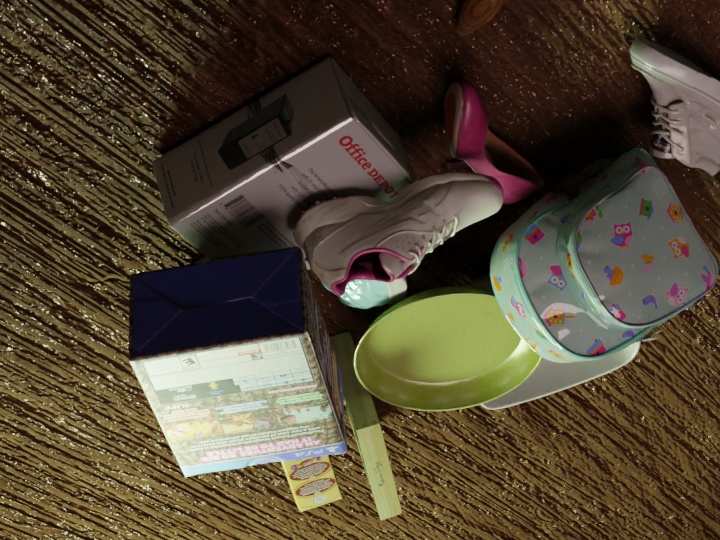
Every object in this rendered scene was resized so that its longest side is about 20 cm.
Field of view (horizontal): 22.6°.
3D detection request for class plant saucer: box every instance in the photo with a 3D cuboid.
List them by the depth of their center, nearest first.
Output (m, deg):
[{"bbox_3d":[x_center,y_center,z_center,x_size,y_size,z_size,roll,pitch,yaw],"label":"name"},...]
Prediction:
[{"bbox_3d":[0.091,0.076,1.867,0.200,0.031,0.200,-4,141,-3],"label":"plant saucer"}]

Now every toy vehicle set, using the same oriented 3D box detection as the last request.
[{"bbox_3d":[0.006,0.174,1.990,0.026,0.124,0.200,-17,143,-3],"label":"toy vehicle set"}]

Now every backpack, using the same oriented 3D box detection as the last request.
[{"bbox_3d":[0.235,-0.005,1.764,0.200,0.153,0.176,-33,99,-9],"label":"backpack"}]

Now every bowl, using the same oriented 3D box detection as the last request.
[{"bbox_3d":[0.199,0.054,1.964,0.200,0.075,0.200,-19,142,1],"label":"bowl"}]

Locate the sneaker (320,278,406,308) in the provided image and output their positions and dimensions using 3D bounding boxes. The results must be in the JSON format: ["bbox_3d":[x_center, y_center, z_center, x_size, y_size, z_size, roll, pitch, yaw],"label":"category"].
[{"bbox_3d":[0.000,0.000,1.782,0.082,0.074,0.200,-16,160,-1],"label":"sneaker"}]

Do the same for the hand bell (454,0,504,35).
[{"bbox_3d":[0.133,-0.266,1.546,0.104,0.104,0.200,2,151,-25],"label":"hand bell"}]

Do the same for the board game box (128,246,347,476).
[{"bbox_3d":[-0.109,0.086,1.639,0.159,0.097,0.200,-9,142,5],"label":"board game box"}]

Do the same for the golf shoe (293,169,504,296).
[{"bbox_3d":[0.043,-0.031,1.642,0.200,0.092,0.075,-15,147,-10],"label":"golf shoe"}]

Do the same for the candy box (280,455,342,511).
[{"bbox_3d":[-0.073,0.161,1.948,0.056,0.117,0.200,-18,142,-1],"label":"candy box"}]

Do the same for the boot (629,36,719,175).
[{"bbox_3d":[0.309,-0.150,1.738,0.200,0.074,0.096,21,107,-42],"label":"boot"}]

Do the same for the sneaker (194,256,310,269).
[{"bbox_3d":[-0.086,0.001,1.769,0.200,0.080,0.071,-31,139,19],"label":"sneaker"}]

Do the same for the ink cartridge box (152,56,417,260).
[{"bbox_3d":[-0.066,-0.086,1.666,0.200,0.084,0.146,-29,143,13],"label":"ink cartridge box"}]

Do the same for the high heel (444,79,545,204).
[{"bbox_3d":[0.130,-0.126,1.713,0.096,0.067,0.200,-7,157,0],"label":"high heel"}]
